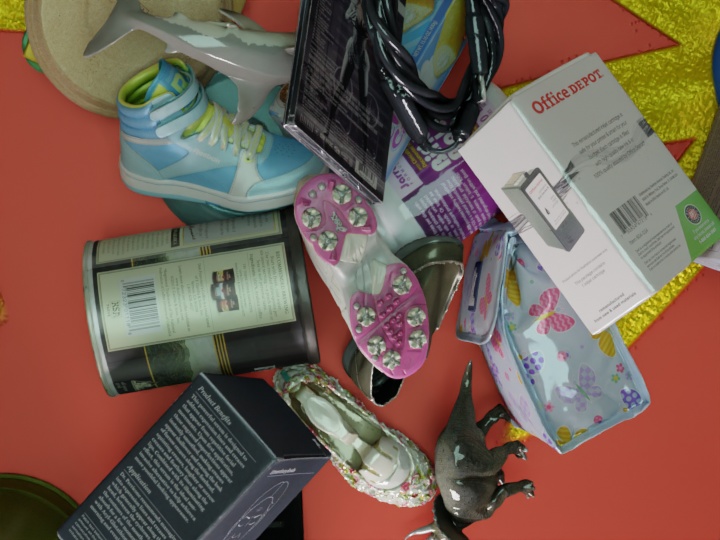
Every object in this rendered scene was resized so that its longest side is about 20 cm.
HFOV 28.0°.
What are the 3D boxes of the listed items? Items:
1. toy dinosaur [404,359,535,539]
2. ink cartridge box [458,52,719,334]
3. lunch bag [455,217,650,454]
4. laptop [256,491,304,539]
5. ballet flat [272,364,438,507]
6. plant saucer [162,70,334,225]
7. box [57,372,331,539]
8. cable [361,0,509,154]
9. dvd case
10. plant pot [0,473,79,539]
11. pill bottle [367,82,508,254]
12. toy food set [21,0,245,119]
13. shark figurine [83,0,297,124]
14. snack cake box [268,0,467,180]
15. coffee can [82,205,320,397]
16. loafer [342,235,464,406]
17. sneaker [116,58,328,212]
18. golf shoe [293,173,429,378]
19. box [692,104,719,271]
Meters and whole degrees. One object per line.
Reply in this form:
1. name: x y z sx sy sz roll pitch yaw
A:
1. toy dinosaur: 0.106 0.188 1.369 0.101 0.077 0.202 -20 125 -31
2. ink cartridge box: 0.201 -0.070 1.245 0.145 0.084 0.201 -31 83 -44
3. lunch bag: 0.161 0.051 1.341 0.126 0.170 0.202 -24 96 -6
4. laptop: -0.145 0.330 1.424 0.184 0.116 0.203 -2 65 -3
5. ballet flat: -0.007 0.165 1.393 0.199 0.064 0.076 37 90 -5
6. plant saucer: -0.109 -0.124 1.383 0.197 0.036 0.203 0 94 -2
7. box: -0.146 0.201 1.300 0.200 0.148 0.107 -46 73 7
8. cable: 0.069 -0.211 1.241 0.164 0.050 0.201 -53 133 -22
9. dvd case: -0.010 -0.177 1.205 0.016 0.148 0.203 -5 66 29
10. plant pot: -0.343 0.304 1.321 0.197 0.193 0.203 0 93 -3
11. pill bottle: 0.070 -0.078 1.356 0.199 0.112 0.113 -37 95 -1
12. toy food set: -0.213 -0.241 1.327 0.196 0.049 0.202 23 96 -19
13. shark figurine: -0.117 -0.172 1.219 0.212 0.128 0.091 7 109 -25
14. snack cake box: 0.017 -0.195 1.325 0.114 0.067 0.201 24 77 25
15. coffee can: -0.145 0.028 1.336 0.197 0.146 0.149 -9 94 -2
16. loafer: 0.048 0.050 1.340 0.074 0.070 0.201 1 135 -28
17. sneaker: -0.129 -0.126 1.288 0.197 0.080 0.132 3 135 7
18. golf shoe: 0.000 0.000 1.277 0.075 0.091 0.202 -28 107 -8
19. box: 0.384 -0.081 1.327 0.104 0.200 0.186 19 93 -5
